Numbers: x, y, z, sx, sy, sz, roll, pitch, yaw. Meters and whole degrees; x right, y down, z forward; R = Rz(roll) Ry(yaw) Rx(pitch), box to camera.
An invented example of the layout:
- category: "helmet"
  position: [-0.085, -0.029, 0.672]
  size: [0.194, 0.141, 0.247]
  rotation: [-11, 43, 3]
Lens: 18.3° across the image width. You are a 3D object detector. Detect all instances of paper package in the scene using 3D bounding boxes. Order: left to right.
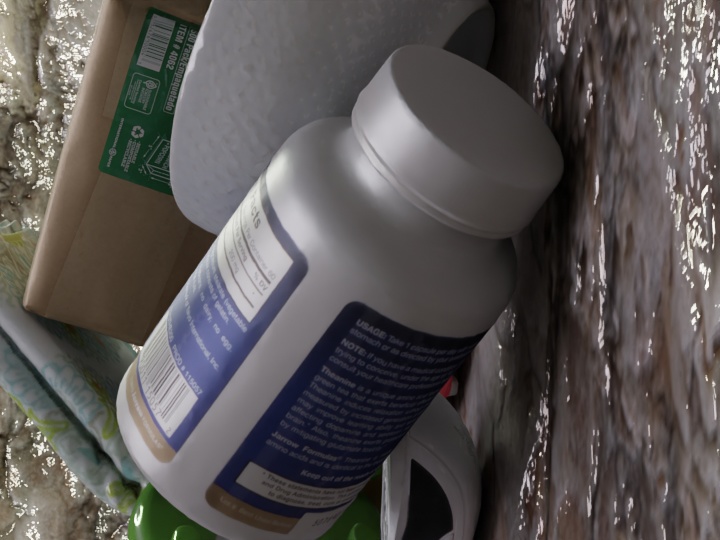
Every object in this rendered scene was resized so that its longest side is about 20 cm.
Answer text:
- category: "paper package"
  position: [-0.116, -0.069, 1.298]
  size: [0.191, 0.103, 0.201]
  rotation: [-97, 24, -79]

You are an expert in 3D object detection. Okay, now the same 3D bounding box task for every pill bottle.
- category: "pill bottle"
  position: [-0.007, 0.010, 0.905]
  size: [0.200, 0.111, 0.111]
  rotation: [-53, 26, 29]

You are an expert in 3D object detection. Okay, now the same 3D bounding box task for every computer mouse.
- category: "computer mouse"
  position: [0.031, 0.131, 1.021]
  size: [0.110, 0.044, 0.200]
  rotation: [-91, 2, -50]

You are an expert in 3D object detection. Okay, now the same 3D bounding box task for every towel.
- category: "towel"
  position: [-0.176, 0.057, 1.323]
  size: [0.200, 0.048, 0.171]
  rotation: [50, -173, 0]

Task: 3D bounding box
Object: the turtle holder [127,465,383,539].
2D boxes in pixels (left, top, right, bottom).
- category: "turtle holder"
  position: [-0.063, 0.159, 1.165]
  size: [0.185, 0.141, 0.132]
  rotation: [41, 132, 47]

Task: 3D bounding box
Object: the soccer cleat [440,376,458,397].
- category: "soccer cleat"
  position: [-0.016, 0.050, 1.122]
  size: [0.200, 0.076, 0.067]
  rotation: [163, 105, -65]

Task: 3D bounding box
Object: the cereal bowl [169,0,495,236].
- category: "cereal bowl"
  position: [0.002, -0.093, 0.991]
  size: [0.200, 0.083, 0.200]
  rotation: [-56, -16, -24]

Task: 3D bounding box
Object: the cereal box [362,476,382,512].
- category: "cereal box"
  position: [-0.012, 0.102, 1.314]
  size: [0.200, 0.039, 0.144]
  rotation: [-107, 21, -65]
